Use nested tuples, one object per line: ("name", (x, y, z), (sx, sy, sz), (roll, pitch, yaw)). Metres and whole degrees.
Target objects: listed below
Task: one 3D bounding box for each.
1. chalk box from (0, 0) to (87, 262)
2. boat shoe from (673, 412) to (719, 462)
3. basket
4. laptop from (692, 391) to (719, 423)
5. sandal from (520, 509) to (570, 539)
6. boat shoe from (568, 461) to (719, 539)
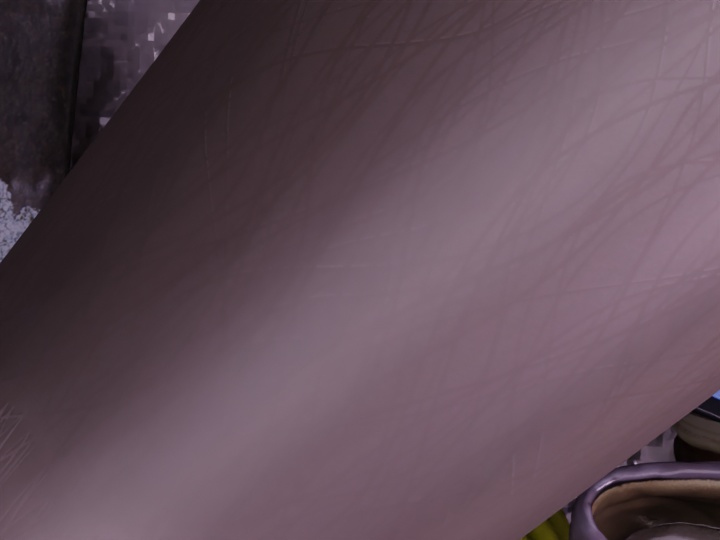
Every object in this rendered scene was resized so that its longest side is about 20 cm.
("chalk box", (-0.183, -0.028, 0.739), (0.199, 0.124, 0.126), (4, 94, -21))
("boat shoe", (0.170, 0.082, 0.731), (0.201, 0.075, 0.075), (16, 102, 12))
("basket", (0.000, 0.000, 0.668), (0.200, 0.136, 0.180), (-44, 55, 2))
("laptop", (0.181, -0.033, 0.671), (0.103, 0.200, 0.178), (34, 69, -25))
("sandal", (0.002, 0.123, 0.693), (0.087, 0.200, 0.080), (-12, 113, 32))
("boat shoe", (0.136, 0.086, 0.652), (0.199, 0.065, 0.072), (13, 65, 27))
